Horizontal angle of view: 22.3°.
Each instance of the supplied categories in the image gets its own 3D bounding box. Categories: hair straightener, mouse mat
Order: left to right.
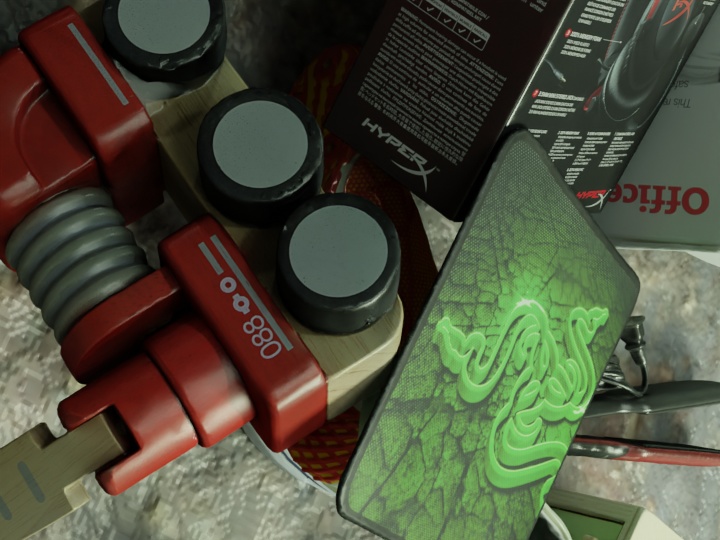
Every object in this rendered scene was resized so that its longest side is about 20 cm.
[{"bbox_3d":[0.060,0.046,0.750,0.162,0.007,0.200,-64,153,-8],"label":"mouse mat"},{"bbox_3d":[0.118,0.057,0.921,0.199,0.041,0.078,7,89,-34],"label":"hair straightener"}]

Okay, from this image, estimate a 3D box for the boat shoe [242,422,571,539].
[{"bbox_3d":[0.025,0.082,0.828,0.200,0.062,0.072,36,72,-33],"label":"boat shoe"}]

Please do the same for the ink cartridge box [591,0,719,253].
[{"bbox_3d":[0.141,-0.110,0.850,0.083,0.144,0.202,2,93,-48],"label":"ink cartridge box"}]

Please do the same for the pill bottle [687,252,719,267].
[{"bbox_3d":[0.220,-0.104,0.937,0.111,0.111,0.201,34,72,-34],"label":"pill bottle"}]

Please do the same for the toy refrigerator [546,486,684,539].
[{"bbox_3d":[0.085,0.209,0.878,0.070,0.076,0.201,40,70,-33],"label":"toy refrigerator"}]

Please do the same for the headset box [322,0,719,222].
[{"bbox_3d":[0.090,-0.124,0.736,0.148,0.075,0.201,-7,129,-59],"label":"headset box"}]

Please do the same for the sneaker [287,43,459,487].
[{"bbox_3d":[0.000,0.000,0.781,0.077,0.073,0.202,14,65,-41],"label":"sneaker"}]

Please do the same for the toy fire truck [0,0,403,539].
[{"bbox_3d":[-0.104,0.014,0.687,0.199,0.129,0.177,-32,73,-14],"label":"toy fire truck"}]
